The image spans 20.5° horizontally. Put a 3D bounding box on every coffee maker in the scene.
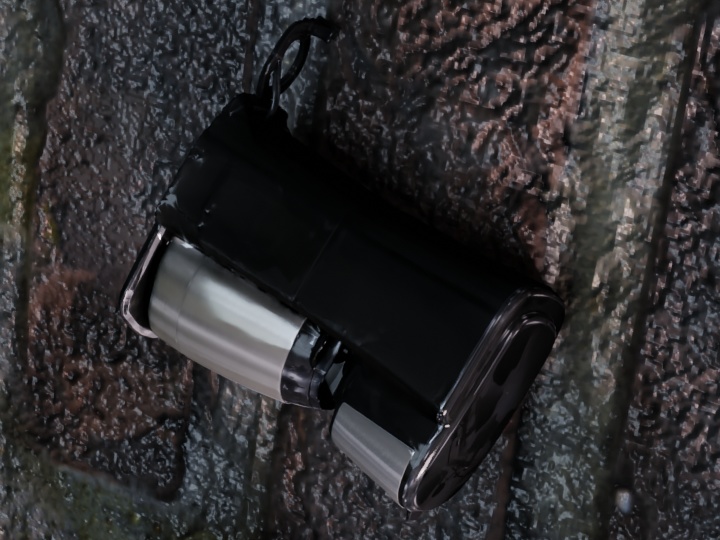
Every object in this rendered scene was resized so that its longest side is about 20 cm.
[{"bbox_3d":[0.000,0.000,1.042,0.200,0.135,0.193,30,117,19],"label":"coffee maker"}]
